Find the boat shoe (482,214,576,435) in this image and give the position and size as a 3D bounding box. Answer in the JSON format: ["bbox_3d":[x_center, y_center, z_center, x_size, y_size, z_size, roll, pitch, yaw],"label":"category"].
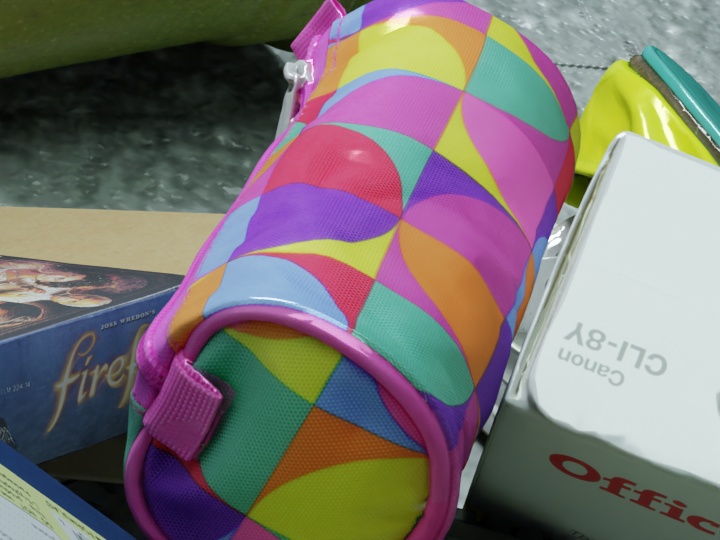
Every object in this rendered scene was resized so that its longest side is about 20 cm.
[{"bbox_3d":[0.062,0.013,0.935,0.200,0.070,0.071,35,33,23],"label":"boat shoe"}]

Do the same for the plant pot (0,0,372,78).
[{"bbox_3d":[-0.113,-0.148,1.007,0.184,0.201,0.200,-22,49,-29],"label":"plant pot"}]

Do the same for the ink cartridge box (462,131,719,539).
[{"bbox_3d":[0.106,0.060,0.761,0.145,0.200,0.084,21,68,4],"label":"ink cartridge box"}]

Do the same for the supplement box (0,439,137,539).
[{"bbox_3d":[-0.067,0.144,0.545,0.200,0.134,0.200,49,3,39],"label":"supplement box"}]

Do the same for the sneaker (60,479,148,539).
[{"bbox_3d":[-0.048,0.094,0.780,0.089,0.074,0.200,45,44,17],"label":"sneaker"}]

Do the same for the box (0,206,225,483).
[{"bbox_3d":[-0.087,0.017,0.826,0.199,0.021,0.163,2,21,29],"label":"box"}]

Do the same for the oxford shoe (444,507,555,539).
[{"bbox_3d":[0.048,0.122,0.737,0.199,0.073,0.085,31,68,-8],"label":"oxford shoe"}]

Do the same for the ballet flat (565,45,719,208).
[{"bbox_3d":[0.114,0.001,0.847,0.067,0.067,0.200,38,9,-35],"label":"ballet flat"}]

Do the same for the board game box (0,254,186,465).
[{"bbox_3d":[-0.150,0.031,0.678,0.135,0.035,0.200,7,15,36],"label":"board game box"}]

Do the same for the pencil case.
[{"bbox_3d":[0.000,0.000,0.706,0.088,0.089,0.200,18,29,2],"label":"pencil case"}]
